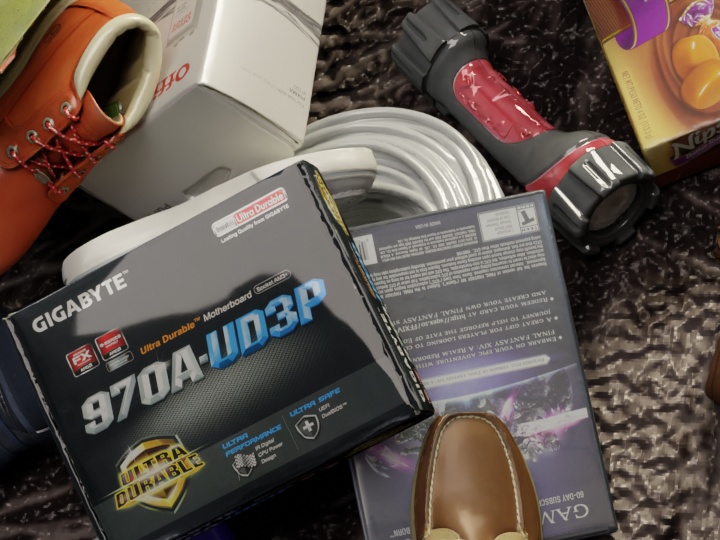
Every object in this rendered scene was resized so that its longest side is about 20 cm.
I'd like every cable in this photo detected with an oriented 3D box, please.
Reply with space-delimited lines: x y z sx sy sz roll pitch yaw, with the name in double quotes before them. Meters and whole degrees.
"cable" 0.000 0.000 1.327 0.200 0.069 0.200 -34 57 0

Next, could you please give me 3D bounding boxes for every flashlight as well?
"flashlight" 0.098 -0.096 1.341 0.068 0.068 0.200 -40 59 -2

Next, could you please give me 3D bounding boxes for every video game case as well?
"video game case" 0.057 0.065 1.243 0.143 0.019 0.200 -11 83 -3

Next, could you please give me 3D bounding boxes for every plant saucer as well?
"plant saucer" -0.227 -0.141 1.321 0.031 0.200 0.200 39 79 -12

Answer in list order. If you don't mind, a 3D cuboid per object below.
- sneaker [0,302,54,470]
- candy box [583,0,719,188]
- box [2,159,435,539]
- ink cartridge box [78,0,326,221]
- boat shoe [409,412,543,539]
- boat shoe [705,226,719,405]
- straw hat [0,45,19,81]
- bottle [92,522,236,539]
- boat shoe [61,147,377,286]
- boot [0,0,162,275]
"sneaker" -0.232 0.026 1.382 0.146 0.077 0.203 -30 67 16
"candy box" 0.202 -0.162 1.345 0.116 0.056 0.200 -21 61 8
"box" -0.080 0.054 1.226 0.200 0.046 0.159 -27 80 10
"ink cartridge box" -0.095 -0.142 1.369 0.146 0.083 0.200 -31 39 42
"boat shoe" 0.067 0.176 1.181 0.075 0.074 0.201 -3 81 -2
"boat shoe" 0.233 -0.015 1.238 0.067 0.072 0.201 3 79 26
"straw hat" -0.219 -0.092 1.433 0.085 0.201 0.201 41 80 -14
"bottle" -0.160 0.210 1.278 0.200 0.065 0.084 -34 62 1
"boat shoe" -0.078 -0.012 1.284 0.200 0.072 0.069 -21 79 1
"boot" -0.188 -0.075 1.299 0.107 0.075 0.200 23 84 57
